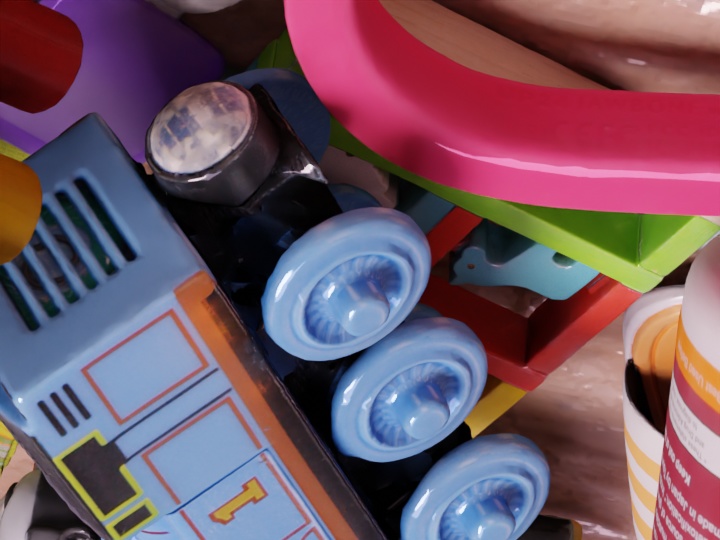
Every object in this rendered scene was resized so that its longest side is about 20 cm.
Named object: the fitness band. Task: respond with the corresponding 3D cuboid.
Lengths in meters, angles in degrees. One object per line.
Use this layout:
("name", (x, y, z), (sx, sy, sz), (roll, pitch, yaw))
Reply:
("fitness band", (0.080, -0.069, 0.674), (0.199, 0.038, 0.144), (3, 144, 3))

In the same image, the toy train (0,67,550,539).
("toy train", (-0.028, 0.033, 0.748), (0.114, 0.087, 0.200), (-33, 140, -3))

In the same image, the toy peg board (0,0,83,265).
("toy peg board", (-0.147, -0.025, 0.697), (0.199, 0.200, 0.098), (-18, 153, 37))

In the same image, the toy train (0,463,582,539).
("toy train", (-0.020, 0.095, 0.897), (0.199, 0.086, 0.114), (10, 174, -2))

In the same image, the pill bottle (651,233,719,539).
("pill bottle", (0.132, 0.093, 0.774), (0.112, 0.113, 0.201), (8, 116, 5))

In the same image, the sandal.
("sandal", (0.123, 0.078, 0.875), (0.079, 0.059, 0.207), (2, 145, 13))

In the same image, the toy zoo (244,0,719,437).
("toy zoo", (0.000, 0.000, 0.814), (0.131, 0.021, 0.200), (24, 140, -20))

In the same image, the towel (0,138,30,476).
("towel", (-0.133, 0.004, 0.882), (0.086, 0.018, 0.200), (16, 146, -8))

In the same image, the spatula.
("spatula", (-0.032, -0.077, 0.725), (0.056, 0.021, 0.200), (30, 142, -25))
